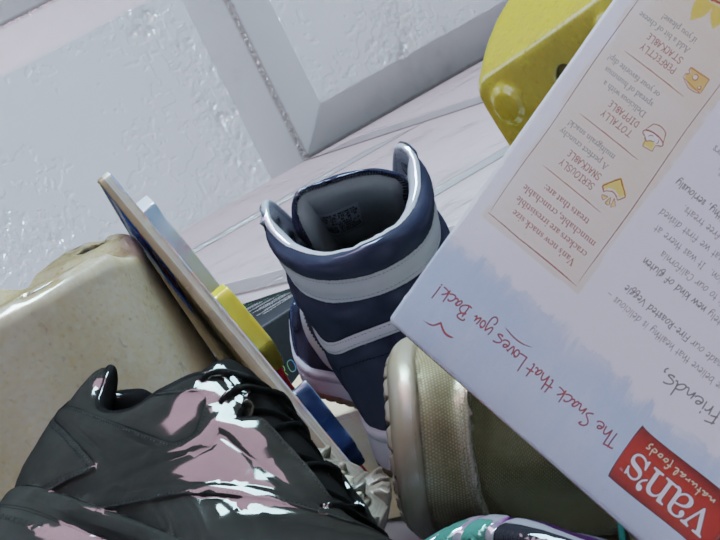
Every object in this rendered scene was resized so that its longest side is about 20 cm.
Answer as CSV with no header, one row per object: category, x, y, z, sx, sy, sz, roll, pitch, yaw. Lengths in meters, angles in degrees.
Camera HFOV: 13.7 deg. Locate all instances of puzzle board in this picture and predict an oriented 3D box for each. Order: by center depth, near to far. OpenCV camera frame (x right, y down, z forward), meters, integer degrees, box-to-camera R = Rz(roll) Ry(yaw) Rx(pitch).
puzzle board,-0.041,0.040,1.211,0.017,0.151,0.200,-38,-13,-5

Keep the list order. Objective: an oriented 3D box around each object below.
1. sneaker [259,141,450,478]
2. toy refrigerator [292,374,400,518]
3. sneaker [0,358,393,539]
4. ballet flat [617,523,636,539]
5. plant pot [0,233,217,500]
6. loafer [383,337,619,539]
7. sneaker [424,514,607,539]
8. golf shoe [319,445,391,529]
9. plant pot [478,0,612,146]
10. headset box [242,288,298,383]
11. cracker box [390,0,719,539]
sneaker,0.000,0.000,1.156,0.070,0.109,0.200,-25,18,-5
toy refrigerator,0.037,0.056,1.291,0.076,0.070,0.200,-54,15,-25
sneaker,-0.036,0.074,0.930,0.199,0.076,0.091,12,68,37
ballet flat,0.110,0.027,1.000,0.069,0.070,0.201,-25,47,14
plant pot,-0.106,0.095,1.154,0.200,0.184,0.200,-26,7,4
loafer,0.068,0.058,1.041,0.068,0.076,0.200,-11,-10,24
sneaker,0.054,0.105,0.957,0.087,0.075,0.200,-24,4,-34
golf shoe,-0.062,0.138,1.042,0.078,0.098,0.200,24,44,31
plant pot,0.172,-0.093,1.359,0.200,0.196,0.194,-34,1,-38
headset box,-0.091,0.089,1.513,0.174,0.093,0.200,-32,9,-39
cracker box,0.119,-0.022,0.909,0.200,0.134,0.058,-54,-29,10
